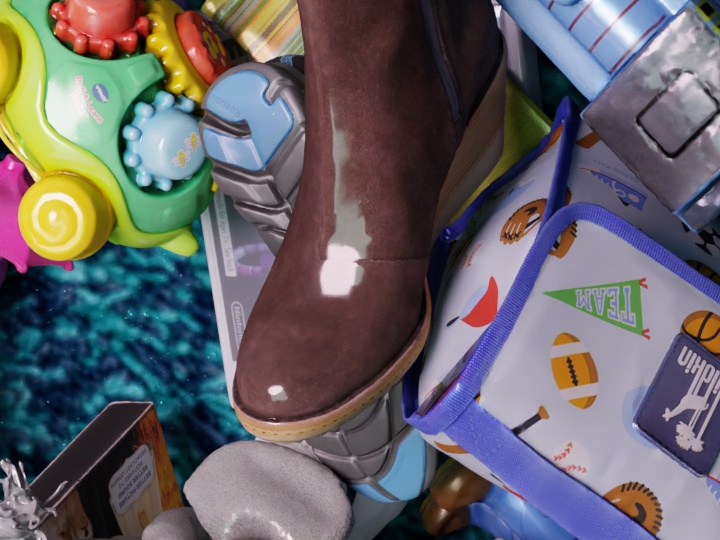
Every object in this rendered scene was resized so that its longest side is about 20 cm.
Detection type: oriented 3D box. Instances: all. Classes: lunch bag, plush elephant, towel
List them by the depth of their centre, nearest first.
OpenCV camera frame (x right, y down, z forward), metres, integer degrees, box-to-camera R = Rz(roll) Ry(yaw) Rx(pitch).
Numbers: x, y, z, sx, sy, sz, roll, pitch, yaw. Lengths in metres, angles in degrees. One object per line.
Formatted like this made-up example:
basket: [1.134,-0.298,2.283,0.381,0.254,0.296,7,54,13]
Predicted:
lunch bag: [0.111,0.045,0.808,0.169,0.200,0.124,36,119,-8]
plush elephant: [-0.071,0.163,0.877,0.154,0.165,0.201,5,136,31]
towel: [0.020,-0.078,0.913,0.200,0.018,0.086,46,122,5]

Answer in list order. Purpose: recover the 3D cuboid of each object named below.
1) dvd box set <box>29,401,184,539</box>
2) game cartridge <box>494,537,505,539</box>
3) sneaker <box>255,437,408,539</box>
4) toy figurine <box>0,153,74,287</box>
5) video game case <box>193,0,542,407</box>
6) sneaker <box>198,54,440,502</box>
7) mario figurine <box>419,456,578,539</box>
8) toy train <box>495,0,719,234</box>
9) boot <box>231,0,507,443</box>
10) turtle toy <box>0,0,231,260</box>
dvd box set: [-0.119,0.187,0.996,0.029,0.146,0.202,-2,114,27]
game cartridge: [0.052,0.198,0.954,0.134,0.040,0.200,54,153,-2]
sneaker: [-0.021,0.123,0.995,0.077,0.080,0.200,58,146,16]
toy figurine: [-0.220,0.027,1.017,0.150,0.184,0.200,40,160,8]
video game case: [0.005,-0.027,0.962,0.180,0.023,0.202,0,107,26]
sneaker: [0.000,0.000,0.888,0.073,0.082,0.202,-13,97,32]
mario figurine: [0.105,0.165,0.926,0.200,0.123,0.106,40,108,14]
toy train: [0.112,-0.113,0.825,0.200,0.114,0.087,48,120,4]
boot: [-0.009,-0.055,0.763,0.072,0.201,0.167,11,140,29]
turtle toy: [-0.119,-0.098,0.918,0.101,0.146,0.201,-28,92,14]
